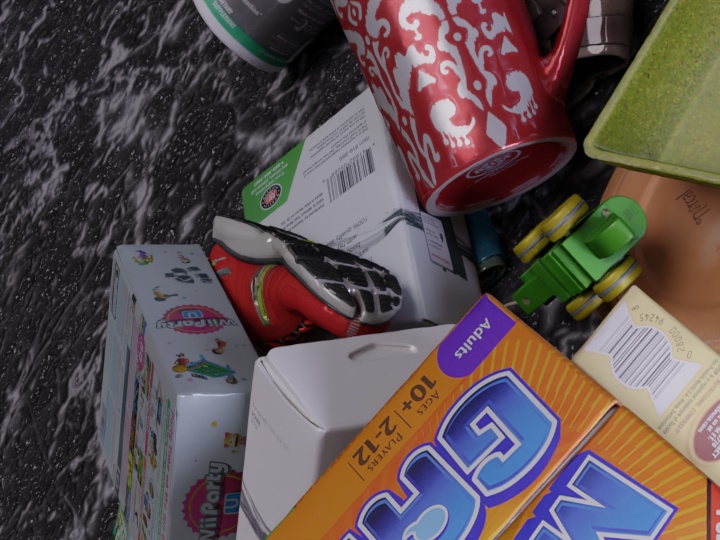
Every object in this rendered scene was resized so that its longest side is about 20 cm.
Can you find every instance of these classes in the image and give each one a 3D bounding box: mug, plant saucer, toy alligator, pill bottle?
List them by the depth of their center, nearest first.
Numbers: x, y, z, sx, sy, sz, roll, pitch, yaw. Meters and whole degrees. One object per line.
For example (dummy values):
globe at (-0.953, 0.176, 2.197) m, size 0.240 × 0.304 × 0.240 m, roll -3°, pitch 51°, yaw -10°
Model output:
plant saucer at (0.255, -0.111, 0.772) m, size 0.198 × 0.048 × 0.201 m, roll 17°, pitch 66°, yaw 40°
plant saucer at (0.218, -0.028, 0.818) m, size 0.199 × 0.032 × 0.203 m, roll -24°, pitch 53°, yaw 36°
toy alligator at (0.128, -0.006, 0.850) m, size 0.054 × 0.059 × 0.200 m, roll -41°, pitch -3°, yaw -23°
mug at (0.066, -0.158, 0.897) m, size 0.177 × 0.132 × 0.202 m, roll -39°, pitch 66°, yaw 50°
pill bottle at (-0.039, -0.270, 1.144) m, size 0.200 × 0.113 × 0.114 m, roll -41°, pitch 45°, yaw 22°

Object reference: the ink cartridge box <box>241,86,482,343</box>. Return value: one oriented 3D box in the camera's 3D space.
ink cartridge box at (0.000, 0.000, 0.954) m, size 0.146 × 0.083 × 0.202 m, roll -34°, pitch 48°, yaw 31°

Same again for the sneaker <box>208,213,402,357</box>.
sneaker at (-0.041, 0.023, 0.877) m, size 0.199 × 0.076 × 0.086 m, roll 23°, pitch 98°, yaw 59°

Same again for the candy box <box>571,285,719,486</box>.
candy box at (0.204, 0.100, 0.680) m, size 0.055 × 0.115 × 0.200 m, roll -49°, pitch 50°, yaw 6°

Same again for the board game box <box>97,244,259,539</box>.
board game box at (-0.115, 0.091, 0.874) m, size 0.200 × 0.063 × 0.150 m, roll -126°, pitch 40°, yaw -58°

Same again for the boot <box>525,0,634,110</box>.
boot at (0.109, -0.173, 0.985) m, size 0.199 × 0.070 × 0.148 m, roll -31°, pitch 60°, yaw 46°

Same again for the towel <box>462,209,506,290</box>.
towel at (0.026, -0.034, 1.026) m, size 0.146 × 0.022 × 0.202 m, roll -40°, pitch 45°, yaw 24°

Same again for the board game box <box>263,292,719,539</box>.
board game box at (0.095, 0.179, 0.673) m, size 0.200 × 0.200 × 0.200 m, roll -47°, pitch 46°, yaw -1°

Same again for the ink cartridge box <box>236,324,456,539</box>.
ink cartridge box at (0.008, 0.145, 0.794) m, size 0.083 × 0.145 × 0.203 m, roll 41°, pitch 130°, yaw 51°

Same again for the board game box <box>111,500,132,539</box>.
board game box at (-0.140, 0.252, 0.944) m, size 0.200 × 0.041 × 0.202 m, roll -124°, pitch 45°, yaw -59°
